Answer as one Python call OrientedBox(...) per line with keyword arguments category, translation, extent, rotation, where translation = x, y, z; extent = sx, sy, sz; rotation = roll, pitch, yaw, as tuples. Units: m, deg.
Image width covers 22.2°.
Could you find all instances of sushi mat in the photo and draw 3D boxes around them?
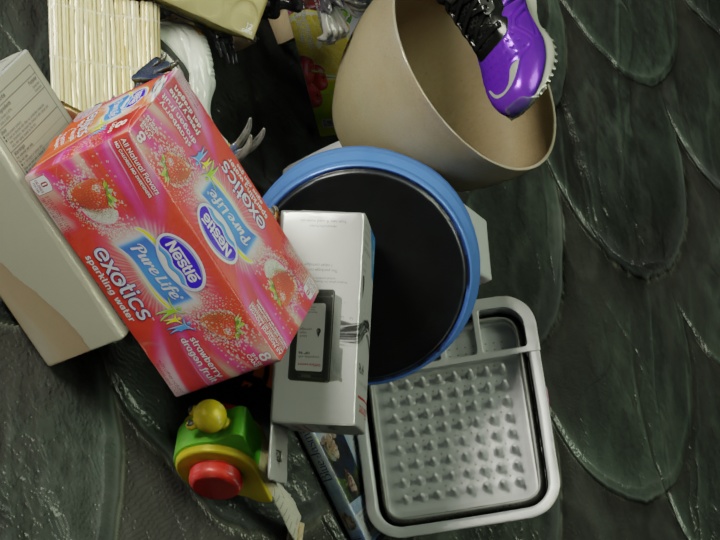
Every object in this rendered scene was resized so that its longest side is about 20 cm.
OrientedBox(category="sushi mat", translation=(-0.194, -0.121, 1.420), extent=(0.095, 0.012, 0.202), rotation=(3, 76, -28))

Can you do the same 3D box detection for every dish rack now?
OrientedBox(category="dish rack", translation=(0.081, 0.131, 1.606), extent=(0.044, 0.170, 0.202), rotation=(69, 13, -68))

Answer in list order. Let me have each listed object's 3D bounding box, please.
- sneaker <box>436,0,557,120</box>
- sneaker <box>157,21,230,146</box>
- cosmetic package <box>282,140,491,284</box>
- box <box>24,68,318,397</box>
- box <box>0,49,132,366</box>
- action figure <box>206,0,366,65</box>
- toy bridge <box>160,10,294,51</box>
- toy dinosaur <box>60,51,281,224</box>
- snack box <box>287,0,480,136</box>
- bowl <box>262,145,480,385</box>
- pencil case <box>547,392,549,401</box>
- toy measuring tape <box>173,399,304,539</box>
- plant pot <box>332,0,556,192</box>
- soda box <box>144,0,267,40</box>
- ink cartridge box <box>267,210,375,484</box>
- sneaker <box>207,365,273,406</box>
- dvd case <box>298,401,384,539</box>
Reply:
OrientedBox(category="sneaker", translation=(0.100, -0.215, 1.519), extent=(0.099, 0.070, 0.201), rotation=(21, 47, -30))
OrientedBox(category="sneaker", translation=(-0.156, -0.103, 1.486), extent=(0.087, 0.075, 0.202), rotation=(-6, 75, -42))
OrientedBox(category="cosmetic package", translation=(0.027, -0.042, 1.696), extent=(0.200, 0.101, 0.075), rotation=(33, 44, -47))
OrientedBox(category="box", translation=(-0.129, -0.025, 1.287), extent=(0.201, 0.099, 0.096), rotation=(58, 32, -21))
OrientedBox(category="box", translation=(-0.230, -0.044, 1.310), extent=(0.201, 0.077, 0.095), rotation=(59, 32, -17))
OrientedBox(category="action figure", translation=(-0.034, -0.248, 1.563), extent=(0.103, 0.199, 0.119), rotation=(58, 31, -9))
OrientedBox(category="toy bridge", translation=(-0.117, -0.232, 1.648), extent=(0.200, 0.027, 0.068), rotation=(-22, 90, -59))
OrientedBox(category="toy dinosaur", translation=(-0.137, -0.071, 1.402), extent=(0.105, 0.198, 0.182), rotation=(-59, 142, -40))
OrientedBox(category="snack box", translation=(0.042, -0.221, 1.681), extent=(0.068, 0.198, 0.170), rotation=(-72, 151, -57))
OrientedBox(category="bowl", translation=(0.000, 0.000, 1.507), extent=(0.202, 0.199, 0.039), rotation=(62, 10, -12))
OrientedBox(category="pencil case", translation=(0.117, 0.148, 1.724), extent=(0.088, 0.087, 0.200), rotation=(67, 25, -5))
OrientedBox(category="toy measuring tape", translation=(-0.100, 0.161, 1.436), extent=(0.201, 0.073, 0.074), rotation=(69, 22, -50))
OrientedBox(category="plant pot", translation=(0.054, -0.146, 1.577), extent=(0.199, 0.134, 0.202), rotation=(28, 46, -34))
OrientedBox(category="soda box", translation=(-0.168, -0.253, 1.469), extent=(0.199, 0.064, 0.068), rotation=(21, 90, -30))
OrientedBox(category="ink cartridge box", translation=(-0.029, 0.063, 1.408), extent=(0.116, 0.067, 0.202), rotation=(59, 34, -81))
OrientedBox(category="sneaker", translation=(-0.105, 0.073, 1.465), extent=(0.200, 0.070, 0.090), rotation=(51, 50, -28))
OrientedBox(category="dvd case", translation=(-0.010, 0.130, 1.617), extent=(0.201, 0.017, 0.143), rotation=(64, 31, -8))
